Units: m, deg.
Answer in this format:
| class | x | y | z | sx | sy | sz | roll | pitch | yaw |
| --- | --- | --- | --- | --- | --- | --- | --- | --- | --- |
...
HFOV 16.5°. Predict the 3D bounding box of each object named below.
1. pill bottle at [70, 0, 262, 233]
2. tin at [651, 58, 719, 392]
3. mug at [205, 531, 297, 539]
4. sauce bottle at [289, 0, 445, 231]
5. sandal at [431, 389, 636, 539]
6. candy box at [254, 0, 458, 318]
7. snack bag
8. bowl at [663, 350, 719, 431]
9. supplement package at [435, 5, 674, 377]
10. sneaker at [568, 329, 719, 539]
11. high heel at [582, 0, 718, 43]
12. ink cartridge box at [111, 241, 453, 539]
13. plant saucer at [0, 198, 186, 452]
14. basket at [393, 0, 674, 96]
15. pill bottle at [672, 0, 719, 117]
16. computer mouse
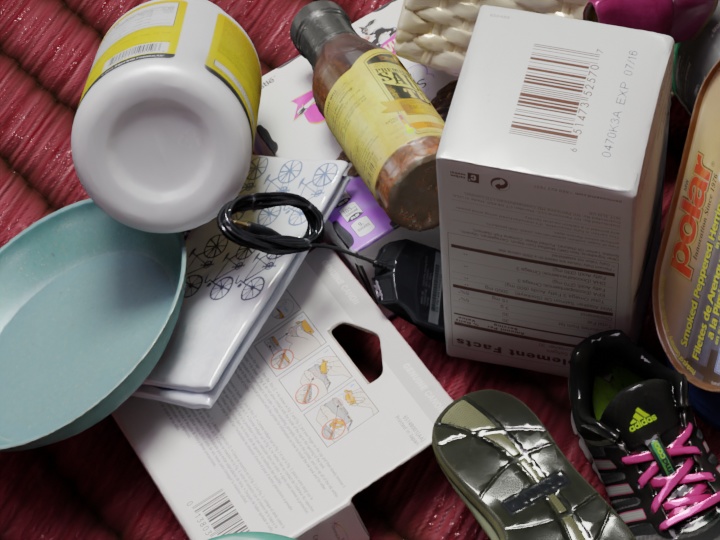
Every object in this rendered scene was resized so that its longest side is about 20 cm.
| class | x | y | z | sx | sy | sz | roll | pitch | yaw |
| --- | --- | --- | --- | --- | --- | --- | --- | --- | --- |
| pill bottle | -0.119 | -0.109 | 1.581 | 0.111 | 0.113 | 0.200 | -16 | 21 | 8 |
| tin | 0.222 | -0.030 | 1.386 | 0.042 | 0.202 | 0.112 | 0 | 19 | -39 |
| mug | -0.072 | 0.223 | 1.310 | 0.184 | 0.115 | 0.153 | -29 | 54 | 4 |
| sauce bottle | 0.007 | -0.106 | 1.580 | 0.066 | 0.066 | 0.200 | -28 | 46 | -5 |
| sandal | 0.104 | 0.151 | 1.393 | 0.079 | 0.058 | 0.202 | -19 | 49 | -10 |
| candy box | 0.031 | -0.085 | 1.649 | 0.167 | 0.072 | 0.200 | -31 | 44 | -8 |
| snack bag | -0.119 | -0.001 | 1.593 | 0.199 | 0.021 | 0.189 | 6 | 56 | 43 |
| bowl | 0.275 | 0.019 | 1.466 | 0.199 | 0.040 | 0.202 | -12 | 44 | 12 |
| supplement package | 0.114 | -0.040 | 1.452 | 0.116 | 0.201 | 0.118 | 10 | 57 | 11 |
| sneaker | 0.166 | 0.107 | 1.387 | 0.073 | 0.088 | 0.200 | -25 | 44 | -3 |
| high heel | 0.137 | -0.101 | 1.491 | 0.095 | 0.200 | 0.068 | -13 | 62 | -36 |
| ink cartridge box | -0.046 | 0.094 | 1.525 | 0.175 | 0.045 | 0.200 | -32 | 44 | -7 |
| plant saucer | -0.185 | 0.040 | 1.559 | 0.199 | 0.036 | 0.201 | -22 | 41 | 21 |
| basket | 0.134 | -0.225 | 1.586 | 0.198 | 0.199 | 0.161 | 17 | 31 | 1 |
| pill bottle | 0.267 | -0.087 | 1.461 | 0.112 | 0.114 | 0.200 | -26 | 43 | -3 |
| computer mouse | 0.000 | 0.000 | 1.529 | 0.034 | 0.199 | 0.059 | -41 | 33 | 54 |
